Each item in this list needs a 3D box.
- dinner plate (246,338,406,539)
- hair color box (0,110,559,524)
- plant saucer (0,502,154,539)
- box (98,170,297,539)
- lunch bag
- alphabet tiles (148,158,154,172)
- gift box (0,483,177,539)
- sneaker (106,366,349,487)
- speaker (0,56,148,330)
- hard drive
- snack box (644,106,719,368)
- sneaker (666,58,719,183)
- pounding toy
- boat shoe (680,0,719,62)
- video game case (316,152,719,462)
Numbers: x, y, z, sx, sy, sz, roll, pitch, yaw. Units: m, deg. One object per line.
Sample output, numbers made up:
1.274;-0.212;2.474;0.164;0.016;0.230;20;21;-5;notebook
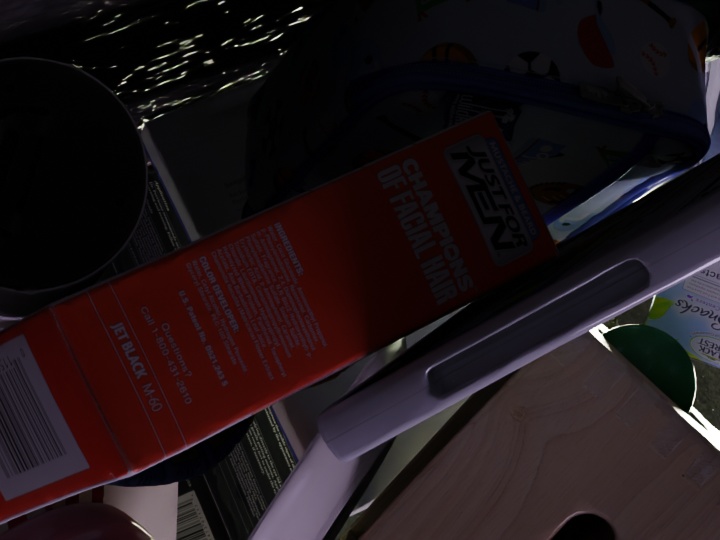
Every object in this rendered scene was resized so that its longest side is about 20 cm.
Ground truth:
-0.030;0.113;0.881;0.200;0.024;0.200;-56;174;-8;dinner plate
-0.040;0.016;0.780;0.200;0.064;0.111;-27;-179;-37;hair color box
-0.140;0.189;0.893;0.201;0.051;0.201;-45;155;-28;plant saucer
-0.092;0.052;1.150;0.079;0.200;0.141;-25;177;31;box
0.049;-0.058;0.911;0.160;0.076;0.200;12;159;-22;lunch bag
-0.075;-0.068;1.196;0.200;0.008;0.167;-23;178;-27;alphabet tiles
-0.189;0.106;0.966;0.184;0.187;0.200;21;-146;24;gift box
-0.081;0.037;0.888;0.088;0.075;0.200;-2;-170;37;sneaker
-0.130;-0.019;0.819;0.081;0.081;0.200;-23;177;-15;speaker
0.000;0.000;1.027;0.132;0.200;0.025;-23;169;-21;hard drive
0.193;-0.077;0.941;0.169;0.068;0.200;-52;159;-53;snack box
0.195;-0.104;1.220;0.146;0.077;0.203;-39;152;-37;sneaker
0.096;0.102;0.881;0.200;0.142;0.184;-47;178;5;pounding toy
0.155;-0.126;1.009;0.066;0.075;0.199;21;-168;13;boat shoe
0.097;-0.007;0.791;0.182;0.022;0.200;-31;-179;30;video game case
